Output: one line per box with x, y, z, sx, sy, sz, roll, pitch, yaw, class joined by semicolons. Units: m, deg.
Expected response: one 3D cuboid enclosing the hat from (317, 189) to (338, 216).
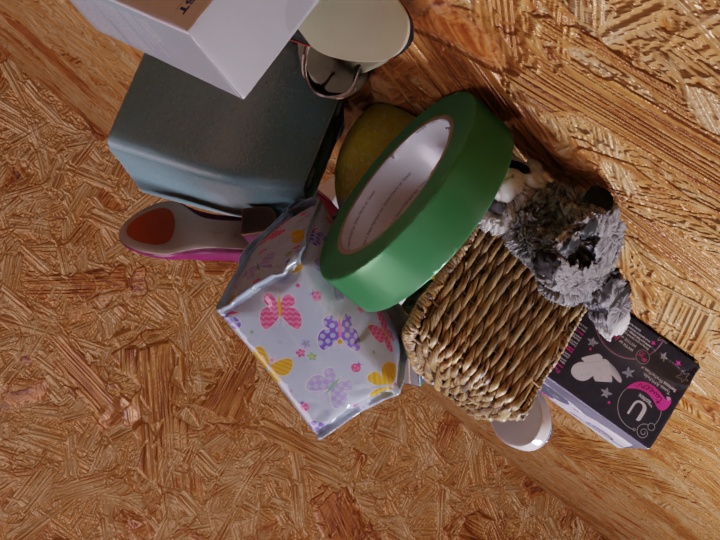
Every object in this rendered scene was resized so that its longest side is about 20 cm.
-0.064;-0.141;1.236;0.175;0.166;0.201;-8;128;48;hat

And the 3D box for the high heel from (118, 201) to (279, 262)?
-0.165;-0.029;1.173;0.197;0.068;0.096;1;158;19;high heel

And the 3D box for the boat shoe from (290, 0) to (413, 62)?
-0.036;-0.219;0.862;0.199;0.075;0.063;25;-166;27;boat shoe

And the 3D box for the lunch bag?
-0.039;0.036;1.040;0.170;0.126;0.201;52;-158;-17;lunch bag

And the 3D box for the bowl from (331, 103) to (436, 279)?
0.033;-0.060;1.108;0.200;0.107;0.201;44;161;19;bowl

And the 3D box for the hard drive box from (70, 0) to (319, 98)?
-0.118;-0.235;0.785;0.199;0.157;0.077;28;168;38;hard drive box

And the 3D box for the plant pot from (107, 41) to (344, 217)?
-0.124;-0.161;1.132;0.197;0.199;0.196;21;170;4;plant pot

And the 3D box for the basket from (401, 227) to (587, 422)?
0.124;0.026;1.039;0.148;0.201;0.143;36;166;-10;basket

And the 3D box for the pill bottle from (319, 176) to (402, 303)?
0.009;-0.033;1.490;0.199;0.114;0.113;40;171;-23;pill bottle

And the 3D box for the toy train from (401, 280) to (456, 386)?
0.088;0.062;1.203;0.112;0.200;0.086;9;120;20;toy train

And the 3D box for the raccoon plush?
0.159;-0.019;0.949;0.134;0.096;0.202;36;155;41;raccoon plush

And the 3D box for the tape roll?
0.045;-0.060;0.908;0.048;0.202;0.200;38;171;-17;tape roll

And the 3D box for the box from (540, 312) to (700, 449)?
0.258;0.103;1.210;0.199;0.115;0.132;36;172;5;box

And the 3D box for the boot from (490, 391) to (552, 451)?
0.193;0.166;1.246;0.090;0.073;0.200;30;-173;-23;boot

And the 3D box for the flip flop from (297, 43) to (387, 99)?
-0.023;-0.190;0.970;0.081;0.058;0.200;38;171;-13;flip flop
